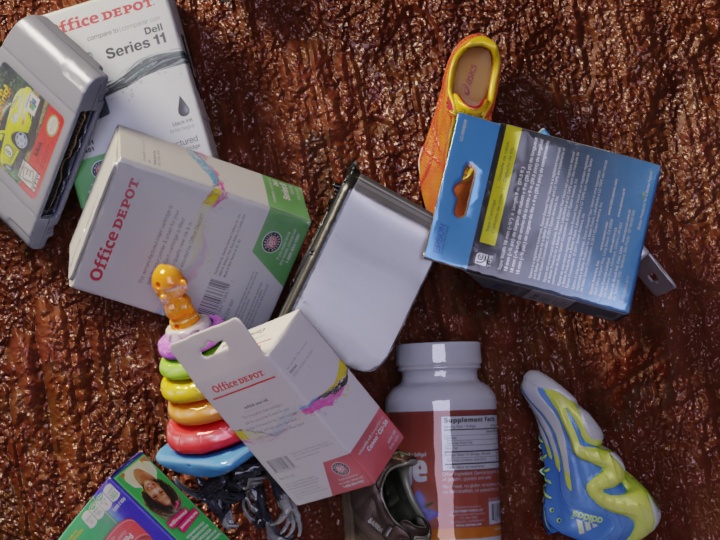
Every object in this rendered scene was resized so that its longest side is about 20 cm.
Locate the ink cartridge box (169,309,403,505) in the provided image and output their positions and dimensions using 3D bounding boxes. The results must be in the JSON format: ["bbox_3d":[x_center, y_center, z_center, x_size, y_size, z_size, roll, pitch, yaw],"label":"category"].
[{"bbox_3d":[-0.069,0.111,1.601,0.201,0.116,0.068,51,47,-17],"label":"ink cartridge box"}]

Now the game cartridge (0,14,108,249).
[{"bbox_3d":[-0.324,-0.139,1.725,0.133,0.041,0.201,42,121,31],"label":"game cartridge"}]

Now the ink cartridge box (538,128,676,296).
[{"bbox_3d":[0.215,-0.036,1.736,0.067,0.116,0.200,-39,86,-4],"label":"ink cartridge box"}]

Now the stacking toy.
[{"bbox_3d":[-0.155,0.084,1.669,0.110,0.115,0.202,-36,115,-42],"label":"stacking toy"}]

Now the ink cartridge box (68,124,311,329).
[{"bbox_3d":[-0.168,-0.034,1.700,0.198,0.088,0.146,17,114,-19],"label":"ink cartridge box"}]

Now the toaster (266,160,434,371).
[{"bbox_3d":[0.000,0.000,1.704,0.118,0.181,0.202,26,88,-1],"label":"toaster"}]

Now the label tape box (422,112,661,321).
[{"bbox_3d":[0.166,-0.050,1.642,0.198,0.063,0.146,15,82,-3],"label":"label tape box"}]

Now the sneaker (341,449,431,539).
[{"bbox_3d":[0.030,0.266,1.643,0.075,0.070,0.202,-14,84,41],"label":"sneaker"}]

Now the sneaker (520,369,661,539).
[{"bbox_3d":[0.203,0.200,1.739,0.105,0.076,0.200,-39,87,-2],"label":"sneaker"}]

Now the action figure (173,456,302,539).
[{"bbox_3d":[-0.079,0.218,1.721,0.198,0.119,0.103,-11,81,-6],"label":"action figure"}]

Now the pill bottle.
[{"bbox_3d":[0.079,0.172,1.724,0.111,0.112,0.202,-2,85,0],"label":"pill bottle"}]

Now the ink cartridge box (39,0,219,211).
[{"bbox_3d":[-0.234,-0.172,1.764,0.145,0.083,0.202,-17,86,0],"label":"ink cartridge box"}]

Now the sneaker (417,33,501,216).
[{"bbox_3d":[0.097,-0.138,1.762,0.072,0.077,0.202,6,96,0],"label":"sneaker"}]

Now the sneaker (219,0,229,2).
[{"bbox_3d":[-0.187,-0.355,1.789,0.077,0.078,0.201,-31,83,11],"label":"sneaker"}]

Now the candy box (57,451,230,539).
[{"bbox_3d":[-0.200,0.307,1.699,0.200,0.077,0.169,42,117,3],"label":"candy box"}]
